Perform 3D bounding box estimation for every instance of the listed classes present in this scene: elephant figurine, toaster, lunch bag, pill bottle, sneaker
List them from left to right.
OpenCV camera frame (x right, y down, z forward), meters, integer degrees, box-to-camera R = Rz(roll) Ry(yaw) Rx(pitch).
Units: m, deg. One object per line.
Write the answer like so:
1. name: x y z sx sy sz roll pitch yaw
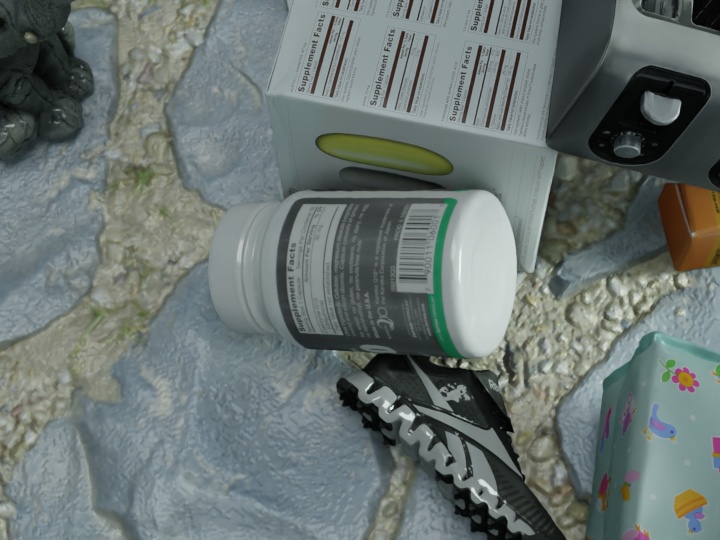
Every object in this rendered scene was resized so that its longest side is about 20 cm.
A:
1. elephant figurine: -0.281 -0.192 1.002 0.153 0.201 0.143 -22 66 -8
2. pill bottle: 0.000 0.000 0.923 0.197 0.113 0.115 2 62 28
3. sneaker: 0.079 0.116 0.918 0.090 0.067 0.200 -43 68 -14
4. toaster: 0.222 -0.159 0.822 0.178 0.119 0.203 14 69 -8
5. lunch bag: 0.257 0.154 0.867 0.197 0.122 0.173 16 62 -3

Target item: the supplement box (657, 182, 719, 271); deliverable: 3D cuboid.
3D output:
1. supplement box: 0.330 -0.053 0.988 0.197 0.067 0.070 -10 65 -2

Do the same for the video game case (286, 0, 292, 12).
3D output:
1. video game case: 0.029 -0.267 1.100 0.197 0.018 0.145 -17 65 10

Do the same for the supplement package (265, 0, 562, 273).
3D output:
1. supplement package: 0.050 -0.119 0.960 0.197 0.192 0.149 12 66 8

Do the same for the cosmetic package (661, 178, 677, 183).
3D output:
1. cosmetic package: 0.312 -0.122 0.932 0.196 0.090 0.109 1 71 2
